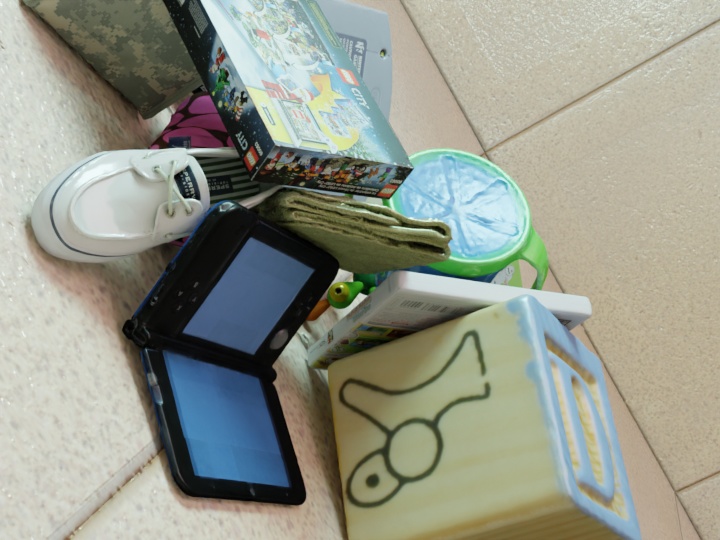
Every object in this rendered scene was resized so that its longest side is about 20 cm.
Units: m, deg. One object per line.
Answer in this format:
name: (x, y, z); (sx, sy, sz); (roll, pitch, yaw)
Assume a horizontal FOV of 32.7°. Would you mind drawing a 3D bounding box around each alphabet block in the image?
alphabet block: (0.109, 0.163, 1.085); (0.196, 0.200, 0.196); (39, 37, -51)

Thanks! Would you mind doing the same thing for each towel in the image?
towel: (-0.021, -0.032, 0.996); (0.200, 0.148, 0.037); (165, -63, -69)

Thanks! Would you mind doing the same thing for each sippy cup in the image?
sippy cup: (0.073, -0.020, 1.130); (0.178, 0.139, 0.130); (55, -33, 25)

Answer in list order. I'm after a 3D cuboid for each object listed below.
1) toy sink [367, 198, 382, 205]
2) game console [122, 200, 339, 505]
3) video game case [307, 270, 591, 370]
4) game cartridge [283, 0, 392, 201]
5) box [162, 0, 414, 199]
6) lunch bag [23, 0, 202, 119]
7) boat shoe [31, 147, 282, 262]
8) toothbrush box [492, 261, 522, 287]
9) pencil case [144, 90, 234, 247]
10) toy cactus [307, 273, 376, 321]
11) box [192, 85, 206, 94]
toy sink: (0.093, -0.056, 1.672); (0.130, 0.112, 0.200); (43, 23, -51)
game console: (-0.070, 0.067, 0.902); (0.118, 0.171, 0.200); (38, 4, 25)
video game case: (0.078, 0.057, 1.121); (0.200, 0.182, 0.023); (8, 61, -26)
game cartridge: (-0.031, -0.160, 1.188); (0.133, 0.041, 0.201); (7, 92, -35)
box: (-0.057, -0.145, 0.948); (0.136, 0.038, 0.200); (6, 46, -42)
lunch bag: (-0.156, -0.253, 1.022); (0.164, 0.200, 0.118); (45, 21, -44)
boat shoe: (-0.134, -0.058, 0.855); (0.200, 0.067, 0.074); (-26, 99, -49)
toothbrush box: (0.113, 0.077, 1.315); (0.146, 0.086, 0.200); (22, -52, 64)
pencil case: (-0.136, -0.094, 1.037); (0.200, 0.093, 0.091); (-82, -177, -69)
toy cactus: (0.000, 0.000, 1.254); (0.200, 0.102, 0.165); (39, 25, -40)
box: (-0.165, -0.280, 1.176); (0.200, 0.044, 0.160); (45, 51, -33)
